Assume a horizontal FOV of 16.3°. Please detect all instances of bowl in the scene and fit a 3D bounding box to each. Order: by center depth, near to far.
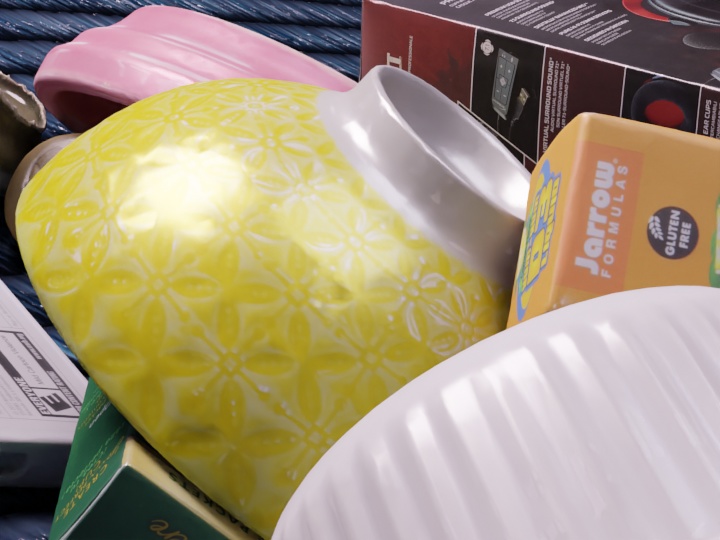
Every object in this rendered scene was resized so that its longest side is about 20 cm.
[{"bbox_3d":[0.000,0.000,0.797,0.200,0.108,0.200,37,17,-14],"label":"bowl"}]

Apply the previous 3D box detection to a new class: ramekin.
[{"bbox_3d":[0.066,0.094,0.652,0.199,0.200,0.105,8,44,-44],"label":"ramekin"}]

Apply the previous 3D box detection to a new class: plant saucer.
[{"bbox_3d":[-0.034,-0.049,1.015,0.200,0.051,0.201,26,-8,4],"label":"plant saucer"}]

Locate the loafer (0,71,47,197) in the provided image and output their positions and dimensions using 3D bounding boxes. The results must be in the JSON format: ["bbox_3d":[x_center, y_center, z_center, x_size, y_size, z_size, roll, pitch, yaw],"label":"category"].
[{"bbox_3d":[-0.164,-0.080,0.968,0.075,0.070,0.200,32,2,12],"label":"loafer"}]

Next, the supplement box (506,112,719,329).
[{"bbox_3d":[0.146,0.012,0.732,0.199,0.067,0.069,11,-16,-3],"label":"supplement box"}]

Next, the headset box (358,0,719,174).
[{"bbox_3d":[0.104,-0.066,0.910,0.199,0.076,0.148,19,29,36],"label":"headset box"}]

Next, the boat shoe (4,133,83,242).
[{"bbox_3d":[-0.044,0.007,0.971,0.200,0.072,0.066,19,-15,16],"label":"boat shoe"}]

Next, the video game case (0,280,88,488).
[{"bbox_3d":[-0.193,0.005,0.832,0.181,0.023,0.200,7,29,-46],"label":"video game case"}]

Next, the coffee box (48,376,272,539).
[{"bbox_3d":[-0.034,0.067,0.819,0.123,0.044,0.200,39,17,-13],"label":"coffee box"}]
